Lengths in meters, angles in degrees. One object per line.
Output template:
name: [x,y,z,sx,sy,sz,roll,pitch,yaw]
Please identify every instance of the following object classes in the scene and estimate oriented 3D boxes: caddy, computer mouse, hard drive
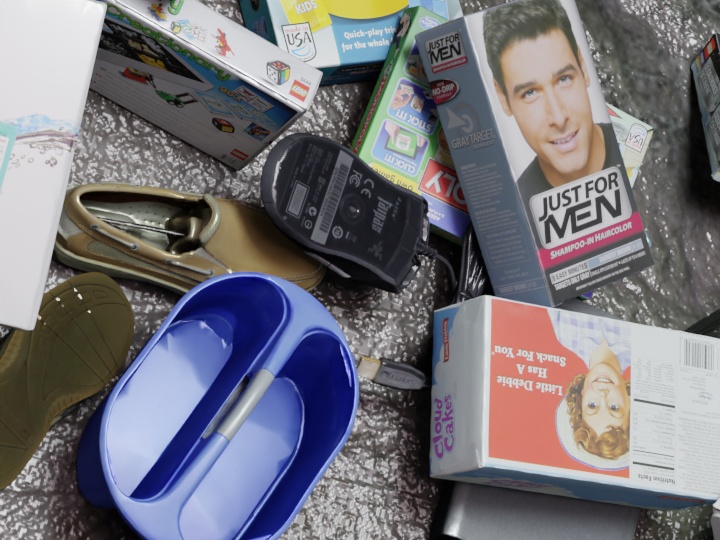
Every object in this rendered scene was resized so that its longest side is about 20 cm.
caddy: [-0.088,0.097,1.535,0.141,0.105,0.200,39,62,-8]
computer mouse: [0.000,0.000,1.608,0.199,0.046,0.141,22,76,-31]
hard drive: [0.136,0.119,1.674,0.139,0.033,0.201,24,66,-17]

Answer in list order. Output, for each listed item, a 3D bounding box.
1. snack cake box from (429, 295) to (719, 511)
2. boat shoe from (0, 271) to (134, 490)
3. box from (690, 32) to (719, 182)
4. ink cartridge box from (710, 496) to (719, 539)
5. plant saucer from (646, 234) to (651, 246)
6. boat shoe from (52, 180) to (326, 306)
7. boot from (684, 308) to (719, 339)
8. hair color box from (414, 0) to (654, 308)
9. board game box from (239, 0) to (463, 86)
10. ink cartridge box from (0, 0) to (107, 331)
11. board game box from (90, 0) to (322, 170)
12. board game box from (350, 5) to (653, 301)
snack cake box: [0.146,0.092,1.617,0.199,0.067,0.116,11,74,-29]
boat shoe: [-0.214,0.073,1.508,0.072,0.066,0.201,53,41,-16]
box: [0.347,-0.090,1.801,0.199,0.040,0.137,20,38,-18]
ink cartridge box: [0.338,0.153,1.681,0.200,0.083,0.146,-48,141,-25]
plant saucer: [0.138,-0.092,1.751,0.070,0.019,0.201,-24,84,-28]
boat shoe: [-0.105,-0.021,1.581,0.199,0.076,0.072,5,69,-25]
boot: [0.327,0.069,1.772,0.199,0.068,0.131,-28,99,-29]
hair color box: [0.118,-0.081,1.634,0.099,0.060,0.201,-20,94,-35]
board game box: [-0.019,-0.234,1.707,0.150,0.047,0.202,-9,78,-27]
ink cartridge box: [-0.255,-0.079,1.460,0.145,0.147,0.202,14,86,-18]
board game box: [-0.137,-0.143,1.578,0.199,0.126,0.035,29,64,-14]
board game box: [0.096,-0.080,1.684,0.199,0.029,0.135,25,79,-19]
